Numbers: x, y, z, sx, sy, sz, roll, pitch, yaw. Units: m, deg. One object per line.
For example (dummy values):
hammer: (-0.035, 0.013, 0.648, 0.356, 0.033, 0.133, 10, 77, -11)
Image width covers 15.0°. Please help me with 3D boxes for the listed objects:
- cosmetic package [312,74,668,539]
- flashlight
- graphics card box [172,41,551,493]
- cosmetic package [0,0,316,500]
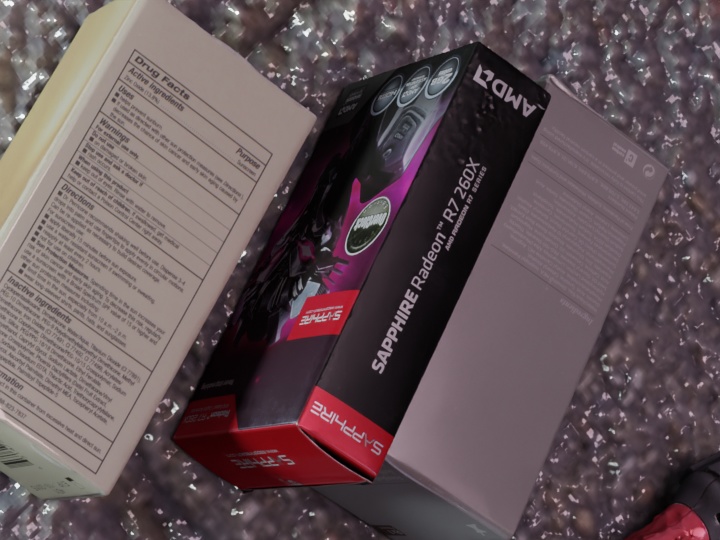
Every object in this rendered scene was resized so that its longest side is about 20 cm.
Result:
cosmetic package: (0.052, 0.022, 1.264, 0.090, 0.107, 0.201, 36, 66, -22)
flashlight: (0.124, 0.141, 1.315, 0.199, 0.068, 0.068, -26, 95, -28)
graphics card box: (0.000, 0.000, 1.225, 0.051, 0.125, 0.201, 35, 69, -21)
cosmetic package: (-0.115, -0.011, 1.190, 0.105, 0.071, 0.201, 38, 67, -20)
